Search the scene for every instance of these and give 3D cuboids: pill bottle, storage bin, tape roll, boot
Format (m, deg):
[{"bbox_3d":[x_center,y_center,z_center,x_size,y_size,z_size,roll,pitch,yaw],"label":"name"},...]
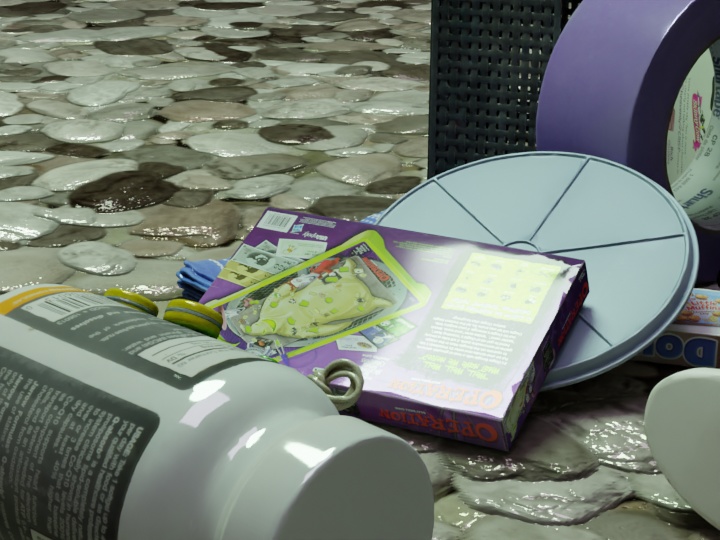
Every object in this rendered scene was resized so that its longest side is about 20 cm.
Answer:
[{"bbox_3d":[-0.076,0.081,0.615,0.200,0.117,0.116,18,26,39],"label":"pill bottle"},{"bbox_3d":[0.111,-0.142,1.126,0.094,0.200,0.135,6,20,18],"label":"storage bin"},{"bbox_3d":[0.215,-0.099,1.009,0.200,0.200,0.085,-13,24,-34],"label":"tape roll"},{"bbox_3d":[0.226,0.092,0.673,0.200,0.073,0.090,26,24,37],"label":"boot"}]

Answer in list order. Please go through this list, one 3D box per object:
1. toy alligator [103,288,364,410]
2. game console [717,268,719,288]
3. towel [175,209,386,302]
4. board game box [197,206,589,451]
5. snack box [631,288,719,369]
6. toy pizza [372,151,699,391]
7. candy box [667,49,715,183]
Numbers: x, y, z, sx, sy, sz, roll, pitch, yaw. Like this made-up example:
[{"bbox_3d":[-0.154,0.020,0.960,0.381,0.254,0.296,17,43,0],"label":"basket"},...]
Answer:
[{"bbox_3d":[-0.081,0.053,0.798,0.200,0.059,0.054,9,-19,24],"label":"toy alligator"},{"bbox_3d":[0.344,-0.052,0.954,0.200,0.117,0.176,-16,16,-33],"label":"game console"},{"bbox_3d":[0.000,0.000,0.989,0.145,0.024,0.200,19,27,41],"label":"towel"},{"bbox_3d":[0.009,0.026,0.837,0.200,0.032,0.120,11,44,27],"label":"board game box"},{"bbox_3d":[0.162,0.029,0.904,0.200,0.024,0.072,6,21,17],"label":"snack box"},{"bbox_3d":[0.091,0.003,0.885,0.200,0.032,0.200,-9,40,7],"label":"toy pizza"},{"bbox_3d":[0.252,-0.133,1.204,0.061,0.137,0.200,-6,21,-15],"label":"candy box"}]
